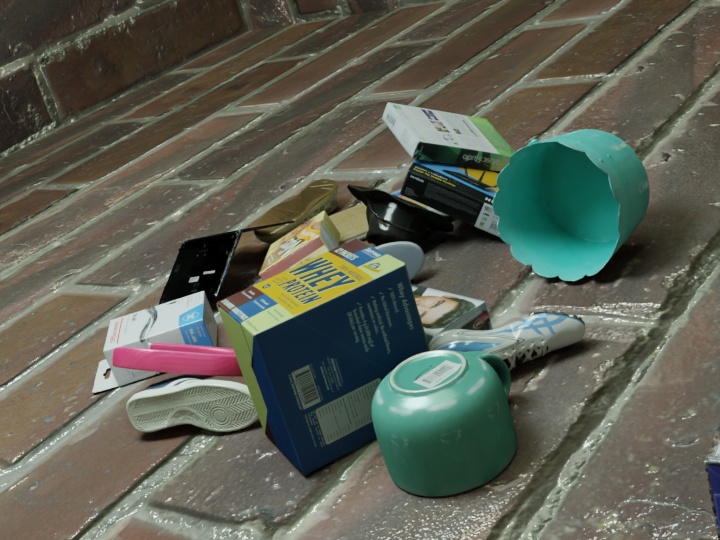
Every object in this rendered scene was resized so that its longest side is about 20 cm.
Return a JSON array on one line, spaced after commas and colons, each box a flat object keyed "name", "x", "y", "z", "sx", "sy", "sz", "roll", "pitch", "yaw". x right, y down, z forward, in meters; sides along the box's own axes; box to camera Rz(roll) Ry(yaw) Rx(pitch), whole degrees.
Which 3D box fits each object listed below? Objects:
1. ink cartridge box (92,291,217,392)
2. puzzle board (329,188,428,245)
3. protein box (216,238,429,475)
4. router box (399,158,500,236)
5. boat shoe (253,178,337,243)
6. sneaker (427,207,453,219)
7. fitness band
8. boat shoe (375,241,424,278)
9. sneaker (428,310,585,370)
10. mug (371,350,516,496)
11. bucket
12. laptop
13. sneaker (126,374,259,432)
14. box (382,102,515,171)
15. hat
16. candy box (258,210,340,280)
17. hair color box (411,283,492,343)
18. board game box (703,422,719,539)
[{"name": "ink cartridge box", "x": -0.328, "y": 0.110, "z": 1.664, "sx": 0.200, "sy": 0.068, "sz": 0.116, "roll": -18, "pitch": 22, "yaw": 0}, {"name": "puzzle board", "x": 0.028, "y": -0.098, "z": 1.950, "sx": 0.200, "sy": 0.017, "sz": 0.151, "roll": -21, "pitch": 22, "yaw": -9}, {"name": "protein box", "x": -0.035, "y": 0.100, "z": 1.306, "sx": 0.200, "sy": 0.199, "sz": 0.135, "roll": -25, "pitch": 24, "yaw": -19}, {"name": "router box", "x": 0.178, "y": -0.133, "z": 1.747, "sx": 0.200, "sy": 0.051, "sz": 0.149, "roll": 23, "pitch": 32, "yaw": 5}, {"name": "boat shoe", "x": -0.113, "y": -0.100, "z": 2.013, "sx": 0.200, "sy": 0.063, "sz": 0.073, "roll": -35, "pitch": 44, "yaw": -29}, {"name": "sneaker", "x": 0.173, "y": -0.166, "z": 1.899, "sx": 0.076, "sy": 0.077, "sz": 0.200, "roll": 10, "pitch": 34, "yaw": 14}, {"name": "fitness band", "x": -0.246, "y": 0.124, "z": 1.505, "sx": 0.200, "sy": 0.037, "sz": 0.144, "roll": 4, "pitch": -3, "yaw": -11}, {"name": "boat shoe", "x": 0.001, "y": 0.004, "z": 1.677, "sx": 0.202, "sy": 0.075, "sz": 0.086, "roll": -27, "pitch": 19, "yaw": 2}, {"name": "sneaker", "x": 0.185, "y": 0.100, "z": 1.337, "sx": 0.200, "sy": 0.072, "sz": 0.073, "roll": -11, "pitch": 57, "yaw": -1}, {"name": "mug", "x": 0.091, "y": 0.152, "z": 1.206, "sx": 0.152, "sy": 0.114, "sz": 0.185, "roll": -13, "pitch": 24, "yaw": 12}, {"name": "bucket", "x": 0.303, "y": -0.100, "z": 1.527, "sx": 0.207, "sy": 0.207, "sz": 0.135, "roll": 1, "pitch": 19, "yaw": 37}, {"name": "laptop", "x": -0.236, "y": -0.014, "z": 1.876, "sx": 0.177, "sy": 0.103, "sz": 0.200, "roll": -9, "pitch": 56, "yaw": 47}, {"name": "sneaker", "x": -0.213, "y": 0.170, "z": 1.444, "sx": 0.200, "sy": 0.075, "sz": 0.085, "roll": -3, "pitch": 17, "yaw": 20}, {"name": "box", "x": 0.151, "y": -0.221, "z": 1.789, "sx": 0.200, "sy": 0.036, "sz": 0.144, "roll": 4, "pitch": 32, "yaw": -25}, {"name": "hat", "x": 0.054, "y": -0.072, "z": 1.771, "sx": 0.201, "sy": 0.201, "sz": 0.081, "roll": 15, "pitch": 83, "yaw": 52}, {"name": "candy box", "x": -0.097, "y": -0.029, "z": 1.759, "sx": 0.115, "sy": 0.055, "sz": 0.200, "roll": -33, "pitch": 13, "yaw": 9}, {"name": "hair color box", "x": 0.075, "y": 0.072, "z": 1.470, "sx": 0.099, "sy": 0.061, "sz": 0.200, "roll": -32, "pitch": 27, "yaw": -30}, {"name": "board game box", "x": 0.421, "y": 0.159, "z": 0.973, "sx": 0.159, "sy": 0.097, "sz": 0.200, "roll": -1, "pitch": 28, "yaw": 33}]
